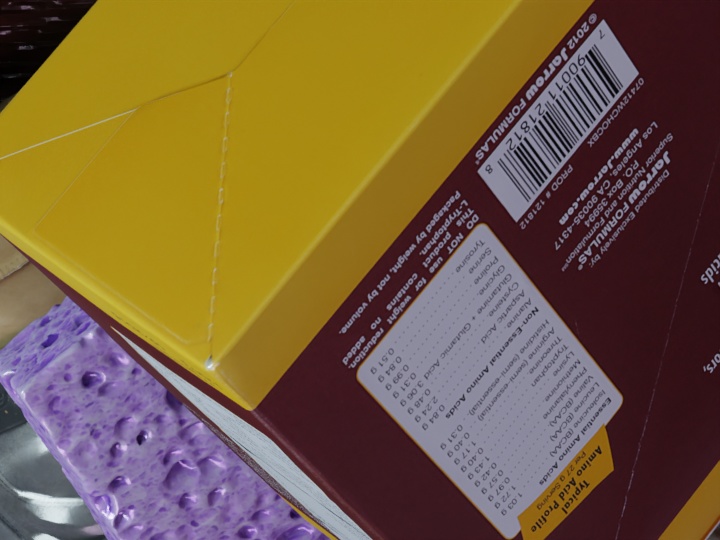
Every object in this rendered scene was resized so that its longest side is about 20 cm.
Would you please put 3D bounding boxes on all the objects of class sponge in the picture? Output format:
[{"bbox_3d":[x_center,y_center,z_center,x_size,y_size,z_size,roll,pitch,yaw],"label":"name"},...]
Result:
[{"bbox_3d":[-0.031,0.068,0.794,0.111,0.030,0.201,-39,128,-15],"label":"sponge"}]

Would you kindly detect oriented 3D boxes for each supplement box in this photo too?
[{"bbox_3d":[0.035,-0.021,0.679,0.198,0.133,0.200,-50,134,-9],"label":"supplement box"}]

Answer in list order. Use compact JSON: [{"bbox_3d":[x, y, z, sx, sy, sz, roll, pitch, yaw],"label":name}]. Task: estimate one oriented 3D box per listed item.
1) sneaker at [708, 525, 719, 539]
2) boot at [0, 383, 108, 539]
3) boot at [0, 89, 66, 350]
[{"bbox_3d":[0.185,0.064,0.936,0.079,0.079,0.200,-30,160,-37],"label":"sneaker"},{"bbox_3d":[-0.140,0.111,0.878,0.199,0.132,0.070,-24,179,33],"label":"boot"},{"bbox_3d":[-0.100,-0.052,0.764,0.199,0.066,0.175,-30,138,30],"label":"boot"}]
